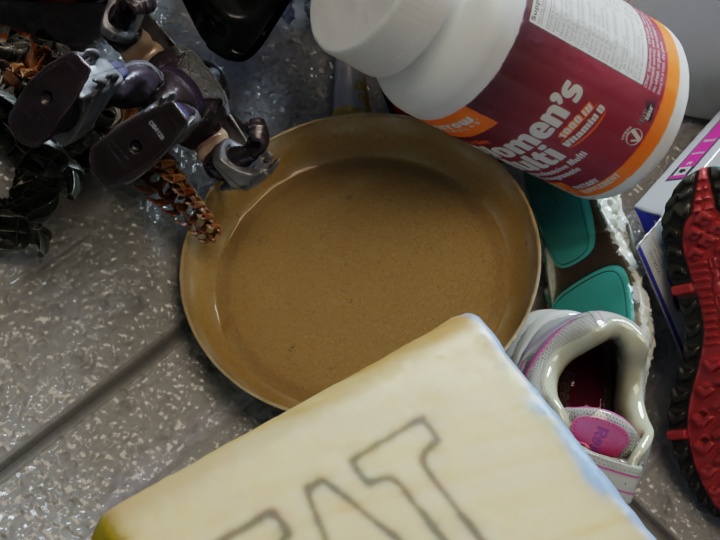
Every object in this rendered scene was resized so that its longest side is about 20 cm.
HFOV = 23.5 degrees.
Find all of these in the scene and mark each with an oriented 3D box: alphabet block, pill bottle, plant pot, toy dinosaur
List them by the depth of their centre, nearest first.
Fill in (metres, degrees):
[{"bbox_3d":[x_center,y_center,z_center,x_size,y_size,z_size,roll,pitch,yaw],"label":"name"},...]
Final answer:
[{"bbox_3d":[0.004,0.175,0.741,0.199,0.196,0.197,-26,67,-33],"label":"alphabet block"},{"bbox_3d":[0.076,-0.121,0.939,0.199,0.109,0.111,22,49,-34],"label":"pill bottle"},{"bbox_3d":[-0.165,-0.082,0.949,0.198,0.103,0.136,17,35,14],"label":"toy dinosaur"},{"bbox_3d":[0.000,0.000,0.953,0.197,0.028,0.202,-2,56,3],"label":"plant pot"}]

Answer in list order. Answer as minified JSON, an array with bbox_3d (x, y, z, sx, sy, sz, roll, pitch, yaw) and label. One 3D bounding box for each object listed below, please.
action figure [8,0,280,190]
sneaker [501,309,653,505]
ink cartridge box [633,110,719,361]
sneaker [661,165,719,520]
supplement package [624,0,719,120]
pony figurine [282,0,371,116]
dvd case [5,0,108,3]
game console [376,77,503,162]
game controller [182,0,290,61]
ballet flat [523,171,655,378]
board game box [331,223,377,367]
[{"bbox_3d":[-0.102,-0.089,0.908,0.130,0.069,0.200,42,18,1],"label":"action figure"},{"bbox_3d":[0.099,0.104,0.875,0.080,0.088,0.202,14,69,-14],"label":"sneaker"},{"bbox_3d":[0.220,-0.029,1.049,0.200,0.037,0.095,-45,118,-38],"label":"ink cartridge box"},{"bbox_3d":[0.228,0.043,0.977,0.095,0.079,0.203,-1,90,-46],"label":"sneaker"},{"bbox_3d":[0.240,-0.177,1.130,0.198,0.117,0.118,9,55,-17],"label":"supplement package"},{"bbox_3d":[-0.022,-0.209,1.062,0.193,0.166,0.202,41,42,-30],"label":"pony figurine"},{"bbox_3d":[-0.207,-0.168,0.964,0.198,0.146,0.022,-3,93,-19],"label":"dvd case"},{"bbox_3d":[0.055,-0.178,1.044,0.171,0.201,0.119,-32,35,-14],"label":"game console"},{"bbox_3d":[-0.080,-0.212,0.977,0.042,0.104,0.201,17,36,-44],"label":"game controller"},{"bbox_3d":[0.143,0.007,1.012,0.071,0.072,0.202,5,58,-16],"label":"ballet flat"},{"bbox_3d":[0.045,0.062,0.960,0.094,0.030,0.202,-1,55,-19],"label":"board game box"}]
